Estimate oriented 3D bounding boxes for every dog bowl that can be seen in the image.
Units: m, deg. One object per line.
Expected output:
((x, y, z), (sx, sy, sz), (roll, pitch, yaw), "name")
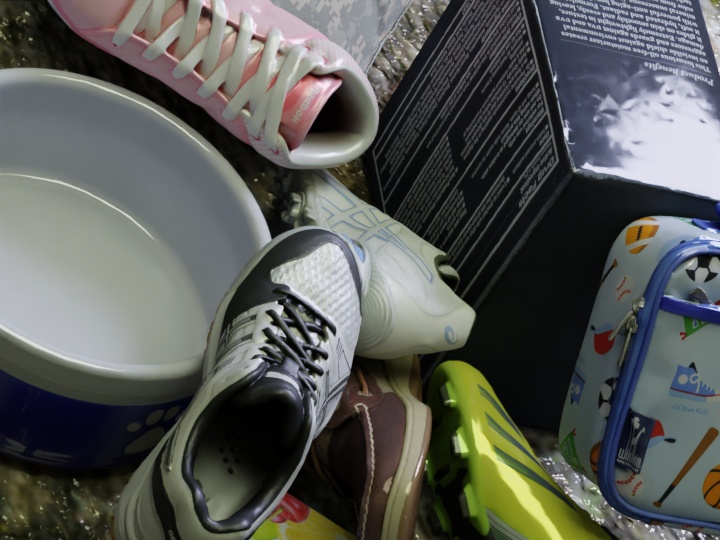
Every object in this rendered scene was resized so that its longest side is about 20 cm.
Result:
((-0.148, -0.002, 1.378), (0.199, 0.079, 0.201), (18, 43, -17), "dog bowl")

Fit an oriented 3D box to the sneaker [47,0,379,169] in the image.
((-0.069, -0.116, 1.419), (0.200, 0.076, 0.105), (32, 3, -36), "sneaker")

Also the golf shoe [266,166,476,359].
((0.000, 0.000, 1.449), (0.097, 0.079, 0.200), (11, 20, -18), "golf shoe")

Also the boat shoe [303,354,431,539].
((-0.005, 0.084, 1.379), (0.071, 0.073, 0.200), (7, 24, -5), "boat shoe")

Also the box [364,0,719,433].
((0.104, -0.050, 1.503), (0.123, 0.200, 0.199), (12, 46, -22), "box")

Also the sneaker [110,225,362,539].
((-0.039, 0.059, 1.272), (0.075, 0.088, 0.201), (33, 60, -13), "sneaker")

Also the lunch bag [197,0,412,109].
((-0.058, -0.180, 1.552), (0.200, 0.117, 0.164), (45, 64, -29), "lunch bag")

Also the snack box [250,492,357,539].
((-0.028, 0.187, 1.300), (0.199, 0.053, 0.142), (32, 42, 0), "snack box")

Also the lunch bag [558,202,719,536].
((0.203, 0.054, 1.397), (0.199, 0.161, 0.076), (11, 14, -23), "lunch bag")

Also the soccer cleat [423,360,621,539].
((0.091, 0.134, 1.412), (0.083, 0.065, 0.201), (-12, 62, -23), "soccer cleat")
